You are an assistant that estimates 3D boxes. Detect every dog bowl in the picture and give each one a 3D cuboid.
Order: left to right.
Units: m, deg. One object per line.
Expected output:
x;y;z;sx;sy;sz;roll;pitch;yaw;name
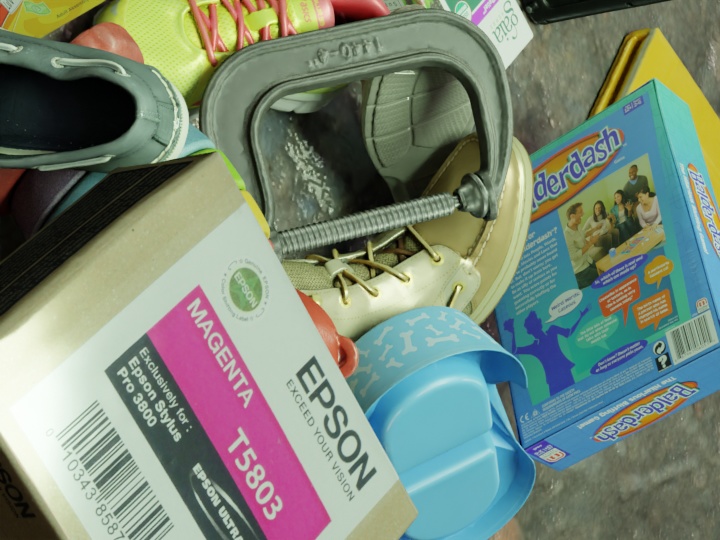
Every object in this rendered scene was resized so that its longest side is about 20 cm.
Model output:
0.039;0.096;1.064;0.111;0.050;0.200;-25;141;-11;dog bowl

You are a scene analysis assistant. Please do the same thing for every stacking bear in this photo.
-0.090;-0.004;0.905;0.200;0.121;0.114;48;5;7;stacking bear

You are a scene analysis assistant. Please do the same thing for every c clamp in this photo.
-0.003;-0.048;0.989;0.199;0.027;0.171;-20;91;-13;c clamp

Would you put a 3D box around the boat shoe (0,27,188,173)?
-0.179;-0.081;0.830;0.062;0.199;0.073;-10;109;-84;boat shoe

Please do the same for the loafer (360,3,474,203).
0.033;-0.087;1.097;0.200;0.072;0.063;76;-5;-50;loafer

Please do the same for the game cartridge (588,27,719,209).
0.227;-0.048;1.363;0.200;0.032;0.177;50;52;-33;game cartridge

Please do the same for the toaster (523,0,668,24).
0.176;-0.274;1.214;0.119;0.200;0.181;-42;114;-35;toaster

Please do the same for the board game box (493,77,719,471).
0.152;0.002;1.139;0.045;0.152;0.201;28;42;-41;board game box

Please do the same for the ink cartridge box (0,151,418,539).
-0.083;0.076;0.774;0.165;0.075;0.200;-45;115;-38;ink cartridge box

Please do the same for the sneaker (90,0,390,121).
-0.061;-0.133;1.017;0.200;0.090;0.078;-11;79;-48;sneaker

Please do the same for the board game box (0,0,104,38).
-0.167;-0.176;0.850;0.135;0.200;0.034;54;19;-26;board game box

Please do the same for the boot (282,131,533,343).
0.000;0.000;1.040;0.155;0.073;0.200;12;116;-42;boot

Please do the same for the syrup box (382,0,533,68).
0.017;-0.197;1.122;0.079;0.081;0.200;-50;118;-36;syrup box
